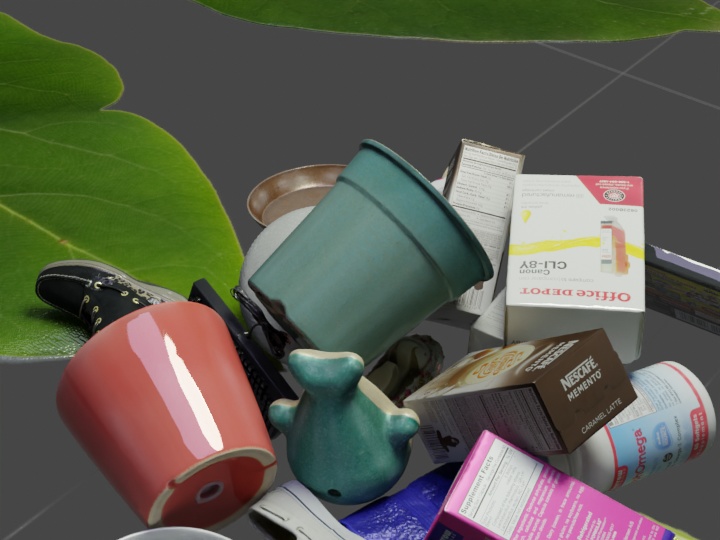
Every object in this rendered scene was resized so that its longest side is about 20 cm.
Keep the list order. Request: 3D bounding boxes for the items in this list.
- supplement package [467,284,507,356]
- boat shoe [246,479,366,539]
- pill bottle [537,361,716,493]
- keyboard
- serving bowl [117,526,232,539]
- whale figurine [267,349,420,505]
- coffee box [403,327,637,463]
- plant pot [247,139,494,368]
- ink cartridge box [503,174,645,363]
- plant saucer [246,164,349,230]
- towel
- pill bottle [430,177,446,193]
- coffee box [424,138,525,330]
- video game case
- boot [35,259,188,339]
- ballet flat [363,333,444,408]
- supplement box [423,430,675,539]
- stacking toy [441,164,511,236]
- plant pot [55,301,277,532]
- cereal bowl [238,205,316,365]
[{"bbox_3d":[0.219,0.075,1.454,0.121,0.120,0.200,22,43,24],"label":"supplement package"},{"bbox_3d":[-0.047,0.279,1.220,0.086,0.075,0.202,-24,41,-29],"label":"boat shoe"},{"bbox_3d":[0.264,0.173,1.339,0.200,0.109,0.109,-17,41,-21],"label":"pill bottle"},{"bbox_3d":[-0.132,0.083,1.403,0.021,0.127,0.200,-11,48,-43],"label":"keyboard"},{"bbox_3d":[-0.175,0.330,1.156,0.200,0.066,0.200,1,38,-1],"label":"serving bowl"},{"bbox_3d":[-0.022,0.160,1.267,0.159,0.200,0.104,4,51,15],"label":"whale figurine"},{"bbox_3d":[0.154,0.127,1.253,0.114,0.080,0.200,-32,9,-36],"label":"coffee box"},{"bbox_3d":[0.000,0.000,1.334,0.196,0.200,0.200,-42,50,-8],"label":"plant pot"},{"bbox_3d":[0.232,-0.006,1.368,0.145,0.083,0.200,2,48,9],"label":"ink cartridge box"},{"bbox_3d":[-0.052,-0.084,1.707,0.200,0.035,0.200,-2,31,1],"label":"plant saucer"},{"bbox_3d":[0.089,0.257,1.273,0.200,0.050,0.148,-23,45,-28],"label":"towel"},{"bbox_3d":[0.053,-0.036,1.598,0.200,0.113,0.113,-23,44,-28],"label":"pill bottle"},{"bbox_3d":[0.128,-0.040,1.500,0.080,0.113,0.200,14,78,-1],"label":"coffee box"},{"bbox_3d":[0.356,0.013,1.507,0.200,0.181,0.026,23,79,25],"label":"video game case"},{"bbox_3d":[-0.308,0.068,1.478,0.203,0.074,0.154,16,38,7],"label":"boot"},{"bbox_3d":[0.042,0.121,1.436,0.076,0.064,0.200,17,40,20],"label":"ballet flat"},{"bbox_3d":[0.171,0.253,1.186,0.200,0.101,0.103,29,55,8],"label":"supplement box"},{"bbox_3d":[0.204,-0.081,1.696,0.200,0.085,0.085,32,47,27],"label":"stacking toy"},{"bbox_3d":[-0.186,0.161,1.286,0.200,0.200,0.177,-19,52,-24],"label":"plant pot"},{"bbox_3d":[-0.051,0.015,1.469,0.200,0.083,0.200,-4,74,13],"label":"cereal bowl"}]
